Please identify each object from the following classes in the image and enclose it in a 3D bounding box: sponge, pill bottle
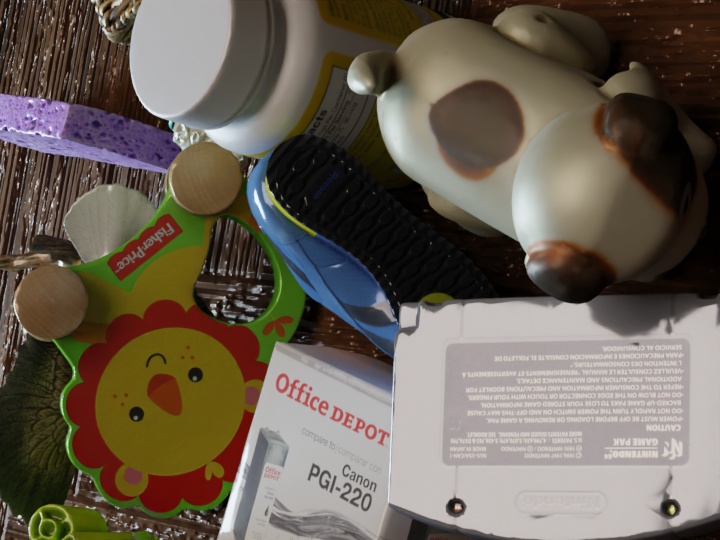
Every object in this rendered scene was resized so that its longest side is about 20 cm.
[{"bbox_3d":[-0.216,-0.100,1.668,0.199,0.111,0.030,12,88,50],"label":"sponge"},{"bbox_3d":[-0.030,-0.118,1.389,0.114,0.199,0.115,-14,70,46],"label":"pill bottle"}]

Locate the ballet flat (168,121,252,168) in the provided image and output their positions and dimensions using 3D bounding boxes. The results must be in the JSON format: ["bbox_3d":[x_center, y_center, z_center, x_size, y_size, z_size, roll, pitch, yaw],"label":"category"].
[{"bbox_3d":[-0.054,-0.154,1.542,0.072,0.071,0.201,45,111,45],"label":"ballet flat"}]

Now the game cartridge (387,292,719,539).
[{"bbox_3d":[0.112,0.081,1.243,0.198,0.041,0.134,-1,74,21],"label":"game cartridge"}]

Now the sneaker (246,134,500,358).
[{"bbox_3d":[0.013,0.008,1.344,0.200,0.066,0.078,45,155,3],"label":"sneaker"}]

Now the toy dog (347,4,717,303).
[{"bbox_3d":[0.105,-0.065,1.237,0.140,0.193,0.200,-56,37,5],"label":"toy dog"}]

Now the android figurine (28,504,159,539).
[{"bbox_3d":[-0.133,0.219,1.429,0.041,0.200,0.183,-36,76,10],"label":"android figurine"}]

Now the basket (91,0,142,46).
[{"bbox_3d":[-0.087,-0.241,1.438,0.199,0.143,0.150,-24,80,22],"label":"basket"}]

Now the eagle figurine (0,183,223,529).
[{"bbox_3d":[-0.162,0.059,1.560,0.151,0.151,0.201,-30,47,28],"label":"eagle figurine"}]

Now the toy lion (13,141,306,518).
[{"bbox_3d":[-0.114,0.048,1.492,0.200,0.192,0.069,-39,4,-9],"label":"toy lion"}]

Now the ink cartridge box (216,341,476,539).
[{"bbox_3d":[-0.009,0.158,1.383,0.145,0.084,0.201,22,95,49],"label":"ink cartridge box"}]
